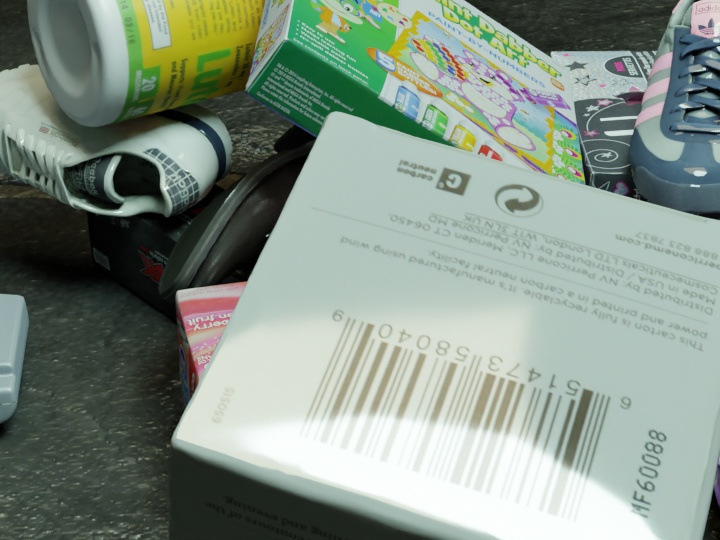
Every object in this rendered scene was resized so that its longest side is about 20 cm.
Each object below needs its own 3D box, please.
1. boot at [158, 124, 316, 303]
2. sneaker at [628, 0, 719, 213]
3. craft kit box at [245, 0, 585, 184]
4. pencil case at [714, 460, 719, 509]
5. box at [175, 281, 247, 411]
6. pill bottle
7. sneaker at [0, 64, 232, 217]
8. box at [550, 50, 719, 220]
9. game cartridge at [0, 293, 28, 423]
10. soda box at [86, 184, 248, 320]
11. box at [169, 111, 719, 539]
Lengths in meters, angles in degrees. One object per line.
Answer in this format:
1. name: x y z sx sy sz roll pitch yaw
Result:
1. boot: 0.000 0.000 1.006 0.200 0.174 0.069 -45 8 -28
2. sneaker: 0.190 -0.105 0.978 0.070 0.082 0.200 5 33 8
3. craft kit box: 0.036 -0.108 0.993 0.200 0.049 0.198 30 26 -16
4. pencil case: 0.209 0.100 0.858 0.085 0.084 0.200 29 19 -19
5. box: 0.006 0.061 0.935 0.200 0.095 0.103 -7 29 -9
6. pill bottle: -0.096 -0.165 1.089 0.200 0.111 0.111 -18 32 -31
7. sneaker: -0.185 -0.078 1.111 0.200 0.076 0.081 8 38 22
8. box: 0.180 -0.048 1.094 0.115 0.132 0.200 -1 28 -2
9. game cartridge: -0.298 0.055 1.024 0.200 0.042 0.133 -4 20 -4
10. soda box: -0.096 -0.007 1.109 0.071 0.063 0.200 -20 33 -32
11. box: 0.043 0.076 0.738 0.199 0.171 0.200 16 49 8
